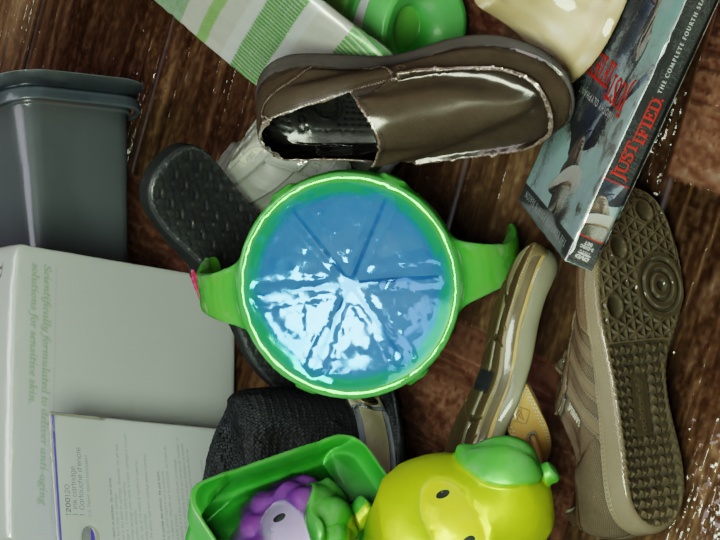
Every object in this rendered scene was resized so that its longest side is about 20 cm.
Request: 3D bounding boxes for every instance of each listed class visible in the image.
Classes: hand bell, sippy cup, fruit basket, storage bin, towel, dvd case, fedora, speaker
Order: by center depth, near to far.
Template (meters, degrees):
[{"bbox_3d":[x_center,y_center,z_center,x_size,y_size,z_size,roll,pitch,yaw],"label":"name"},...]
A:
[{"bbox_3d":[0.014,0.173,1.342,0.215,0.155,0.217,17,114,44],"label":"fruit basket"},{"bbox_3d":[0.151,-0.110,1.392,0.146,0.022,0.201,-113,45,-73],"label":"dvd case"},{"bbox_3d":[0.050,-0.193,1.426,0.104,0.199,0.104,-54,22,34],"label":"hand bell"},{"bbox_3d":[0.000,0.000,1.501,0.177,0.130,0.140,29,101,1],"label":"sippy cup"},{"bbox_3d":[-0.045,0.135,1.526,0.200,0.091,0.202,-168,90,-70],"label":"fedora"},{"bbox_3d":[-0.041,-0.143,1.530,0.023,0.200,0.153,-51,3,-21],"label":"towel"},{"bbox_3d":[-0.024,-0.171,1.604,0.199,0.088,0.089,18,97,47],"label":"speaker"},{"bbox_3d":[-0.240,-0.052,1.773,0.199,0.145,0.135,-16,76,48],"label":"storage bin"}]

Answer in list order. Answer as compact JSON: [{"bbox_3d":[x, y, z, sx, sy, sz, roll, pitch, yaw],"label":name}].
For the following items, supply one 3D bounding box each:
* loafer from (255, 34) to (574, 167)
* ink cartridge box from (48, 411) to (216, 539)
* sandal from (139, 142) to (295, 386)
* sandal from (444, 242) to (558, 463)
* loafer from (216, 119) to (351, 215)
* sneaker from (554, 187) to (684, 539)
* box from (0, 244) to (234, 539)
[{"bbox_3d":[0.028,-0.086,1.438,0.199,0.073,0.071,-4,35,21],"label":"loafer"},{"bbox_3d":[-0.125,0.195,1.567,0.043,0.199,0.199,-20,69,41],"label":"ink cartridge box"},{"bbox_3d":[-0.081,-0.004,1.584,0.075,0.200,0.045,-48,31,-22],"label":"sandal"},{"bbox_3d":[0.089,0.085,1.423,0.080,0.054,0.201,-142,69,-81],"label":"sandal"},{"bbox_3d":[-0.063,-0.053,1.620,0.070,0.070,0.200,-59,10,-19],"label":"loafer"},{"bbox_3d":[0.137,0.053,1.405,0.075,0.070,0.201,-16,70,51],"label":"sneaker"},{"bbox_3d":[-0.208,0.101,1.673,0.171,0.199,0.200,-11,75,44],"label":"box"}]
